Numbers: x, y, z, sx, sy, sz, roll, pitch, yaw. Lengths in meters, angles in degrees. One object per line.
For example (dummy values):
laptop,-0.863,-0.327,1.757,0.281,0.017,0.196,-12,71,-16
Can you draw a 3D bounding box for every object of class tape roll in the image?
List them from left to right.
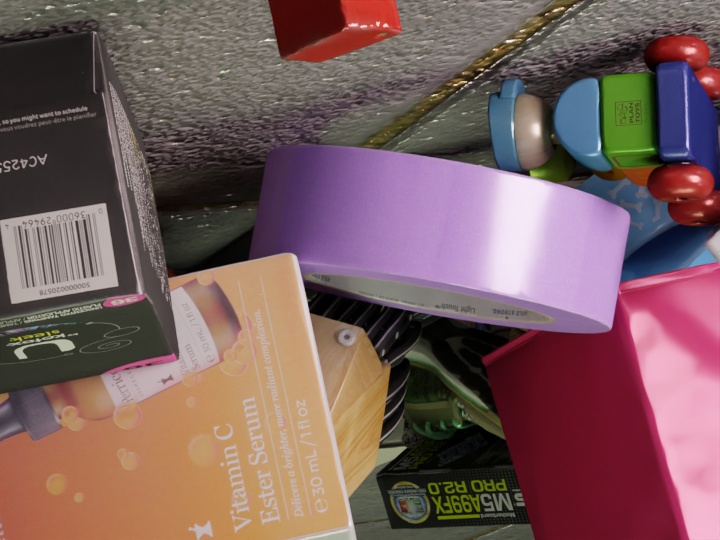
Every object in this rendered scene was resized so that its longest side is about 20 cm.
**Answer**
tape roll,0.043,-0.016,1.565,0.200,0.066,0.200,10,175,1

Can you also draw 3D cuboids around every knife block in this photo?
knife block,-0.027,0.098,1.651,0.064,0.200,0.176,15,160,17

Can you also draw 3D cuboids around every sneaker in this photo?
sneaker,0.058,0.084,1.937,0.077,0.089,0.200,-13,-148,-38

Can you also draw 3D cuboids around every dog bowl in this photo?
dog bowl,0.186,-0.023,1.738,0.111,0.050,0.200,-46,157,28

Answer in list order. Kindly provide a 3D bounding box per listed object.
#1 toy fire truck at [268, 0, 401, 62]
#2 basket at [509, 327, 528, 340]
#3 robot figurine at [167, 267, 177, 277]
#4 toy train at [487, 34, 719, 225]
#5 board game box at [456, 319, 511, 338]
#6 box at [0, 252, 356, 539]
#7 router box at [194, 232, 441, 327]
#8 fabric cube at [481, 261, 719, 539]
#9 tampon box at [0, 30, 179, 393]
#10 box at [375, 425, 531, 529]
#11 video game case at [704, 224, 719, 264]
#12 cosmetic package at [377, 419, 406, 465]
toy fire truck,0.013,-0.141,1.143,0.200,0.049,0.141,-20,165,36
basket,0.200,0.036,1.911,0.200,0.149,0.143,-4,167,-35
robot figurine,-0.167,0.036,1.670,0.144,0.117,0.200,-32,160,18
toy train,0.142,-0.065,1.565,0.116,0.085,0.200,-3,171,14
board game box,0.116,0.038,2.097,0.134,0.045,0.200,-7,168,-18
box,-0.113,0.094,1.500,0.200,0.152,0.106,-13,164,-2
router box,0.000,0.000,1.794,0.157,0.052,0.200,-4,167,-28
fabric cube,0.217,0.106,1.698,0.200,0.200,0.196,-12,169,-22
tampon box,-0.175,-0.017,1.372,0.150,0.126,0.200,-10,169,-1
box,0.129,0.111,1.971,0.160,0.044,0.200,-7,-161,35
video game case,0.249,-0.057,1.585,0.143,0.017,0.200,-40,177,7
cosmetic package,-0.041,0.105,2.143,0.087,0.103,0.200,-4,165,-33
